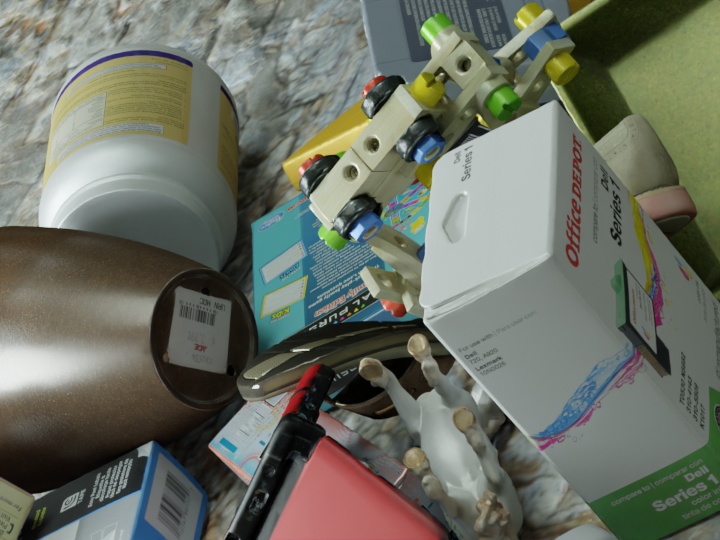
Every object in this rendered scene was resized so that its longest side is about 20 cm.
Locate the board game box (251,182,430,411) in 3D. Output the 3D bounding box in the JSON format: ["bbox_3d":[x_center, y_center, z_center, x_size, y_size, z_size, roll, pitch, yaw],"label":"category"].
[{"bbox_3d":[0.000,0.000,1.884,0.151,0.047,0.200,-31,30,17],"label":"board game box"}]

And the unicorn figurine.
[{"bbox_3d":[0.058,0.096,1.616,0.074,0.137,0.200,-18,49,19],"label":"unicorn figurine"}]

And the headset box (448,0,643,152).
[{"bbox_3d":[0.157,-0.090,1.784,0.200,0.077,0.149,-46,28,-10],"label":"headset box"}]

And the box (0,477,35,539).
[{"bbox_3d":[-0.321,0.228,1.832,0.176,0.097,0.200,-30,33,58],"label":"box"}]

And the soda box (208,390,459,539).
[{"bbox_3d":[-0.015,0.132,1.693,0.064,0.068,0.200,-48,28,-7],"label":"soda box"}]

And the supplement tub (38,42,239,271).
[{"bbox_3d":[-0.163,-0.063,2.071,0.145,0.145,0.200,-31,29,19],"label":"supplement tub"}]

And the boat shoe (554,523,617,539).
[{"bbox_3d":[0.084,0.223,1.459,0.070,0.071,0.200,31,68,33],"label":"boat shoe"}]

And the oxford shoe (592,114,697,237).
[{"bbox_3d":[0.114,-0.030,1.654,0.200,0.074,0.071,-27,-14,40],"label":"oxford shoe"}]

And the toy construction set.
[{"bbox_3d":[0.041,-0.065,1.611,0.092,0.131,0.200,35,111,26],"label":"toy construction set"}]

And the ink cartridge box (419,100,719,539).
[{"bbox_3d":[0.125,0.029,1.524,0.084,0.200,0.145,-28,31,24],"label":"ink cartridge box"}]

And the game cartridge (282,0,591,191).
[{"bbox_3d":[0.060,-0.130,1.924,0.176,0.032,0.200,-24,12,39],"label":"game cartridge"}]

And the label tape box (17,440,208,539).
[{"bbox_3d":[-0.202,0.213,1.816,0.200,0.066,0.143,-26,31,24],"label":"label tape box"}]

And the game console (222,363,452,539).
[{"bbox_3d":[-0.027,0.180,1.584,0.200,0.119,0.172,-64,-1,17],"label":"game console"}]

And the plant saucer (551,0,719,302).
[{"bbox_3d":[0.235,-0.104,1.652,0.200,0.048,0.200,-33,71,15],"label":"plant saucer"}]

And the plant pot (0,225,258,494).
[{"bbox_3d":[-0.168,0.052,1.867,0.200,0.187,0.187,-8,42,47],"label":"plant pot"}]

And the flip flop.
[{"bbox_3d":[0.024,0.059,1.699,0.200,0.058,0.081,-9,8,-23],"label":"flip flop"}]

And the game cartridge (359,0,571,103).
[{"bbox_3d":[0.070,-0.148,1.797,0.133,0.042,0.200,-6,25,-1],"label":"game cartridge"}]
